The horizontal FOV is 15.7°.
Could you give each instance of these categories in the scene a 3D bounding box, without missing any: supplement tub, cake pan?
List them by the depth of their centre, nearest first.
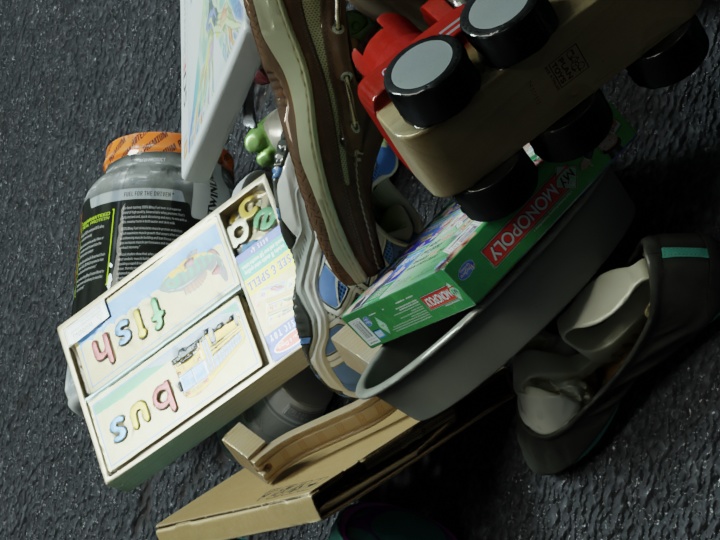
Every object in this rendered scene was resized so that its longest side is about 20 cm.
[{"bbox_3d":[0.079,0.012,1.462,0.200,0.037,0.200,-44,6,6],"label":"cake pan"},{"bbox_3d":[-0.146,0.009,1.886,0.122,0.122,0.201,-26,56,55],"label":"supplement tub"}]

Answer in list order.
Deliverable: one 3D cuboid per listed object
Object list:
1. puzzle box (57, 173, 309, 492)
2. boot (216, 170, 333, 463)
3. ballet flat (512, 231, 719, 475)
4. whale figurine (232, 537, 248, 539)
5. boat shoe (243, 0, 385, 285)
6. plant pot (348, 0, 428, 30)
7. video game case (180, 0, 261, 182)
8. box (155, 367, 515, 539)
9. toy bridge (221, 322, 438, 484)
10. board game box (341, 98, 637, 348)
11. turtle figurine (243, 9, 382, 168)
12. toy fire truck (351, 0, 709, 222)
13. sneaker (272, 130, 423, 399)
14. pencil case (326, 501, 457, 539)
[{"bbox_3d":[-0.111,0.043,1.749,0.200,0.025,0.133,-36,57,22],"label":"puzzle box"},{"bbox_3d":[-0.078,0.034,1.798,0.096,0.073,0.201,-39,45,38],"label":"boot"},{"bbox_3d":[0.125,0.041,1.431,0.200,0.068,0.068,-51,41,38],"label":"ballet flat"},{"bbox_3d":[-0.088,0.204,1.648,0.200,0.158,0.104,115,147,-60],"label":"whale figurine"},{"bbox_3d":[-0.009,-0.092,1.514,0.075,0.075,0.203,-97,-10,-73],"label":"boat shoe"},{"bbox_3d":[0.097,-0.224,1.511,0.174,0.200,0.201,20,95,45],"label":"plant pot"},{"bbox_3d":[-0.088,-0.181,1.658,0.200,0.022,0.183,121,150,-61],"label":"video game case"},{"bbox_3d":[-0.017,0.116,1.588,0.200,0.163,0.021,-20,99,57],"label":"box"},{"bbox_3d":[0.011,0.056,1.569,0.200,0.027,0.067,-41,38,-14],"label":"toy bridge"},{"bbox_3d":[0.068,-0.023,1.458,0.135,0.029,0.200,-45,5,-17],"label":"board game box"},{"bbox_3d":[-0.044,-0.104,1.732,0.194,0.144,0.201,-6,68,60],"label":"turtle figurine"},{"bbox_3d":[0.073,-0.131,1.405,0.176,0.129,0.200,-38,37,-3],"label":"toy fire truck"},{"bbox_3d":[0.000,0.000,1.619,0.076,0.077,0.201,-71,-26,-50],"label":"sneaker"},{"bbox_3d":[-0.008,0.244,1.561,0.092,0.085,0.201,29,108,21],"label":"pencil case"}]
